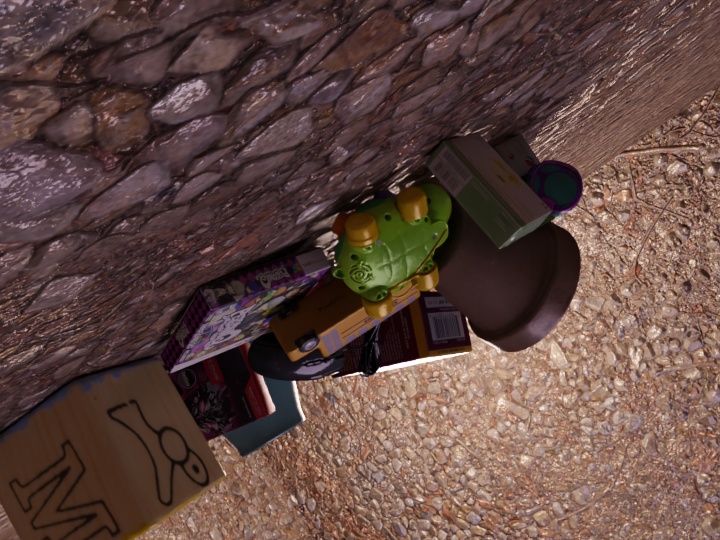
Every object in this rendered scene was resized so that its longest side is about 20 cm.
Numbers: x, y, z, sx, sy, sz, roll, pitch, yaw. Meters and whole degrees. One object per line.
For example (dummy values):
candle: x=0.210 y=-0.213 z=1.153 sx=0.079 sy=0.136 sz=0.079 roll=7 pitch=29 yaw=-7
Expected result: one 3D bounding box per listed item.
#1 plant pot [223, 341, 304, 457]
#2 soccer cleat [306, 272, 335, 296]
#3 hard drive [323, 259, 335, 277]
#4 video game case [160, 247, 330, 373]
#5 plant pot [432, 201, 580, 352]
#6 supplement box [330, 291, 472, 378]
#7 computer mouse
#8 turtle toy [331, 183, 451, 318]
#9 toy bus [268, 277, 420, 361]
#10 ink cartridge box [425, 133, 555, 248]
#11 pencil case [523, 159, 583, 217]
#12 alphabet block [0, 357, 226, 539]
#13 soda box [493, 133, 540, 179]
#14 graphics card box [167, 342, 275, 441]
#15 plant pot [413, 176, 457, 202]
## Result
plant pot: x=-0.201 y=0.227 z=1.363 sx=0.199 sy=0.189 sz=0.200 roll=-31 pitch=174 yaw=-4
soccer cleat: x=0.000 y=0.000 z=1.102 sx=0.200 sy=0.076 sz=0.067 roll=-45 pitch=168 yaw=2
hard drive: x=-0.141 y=0.055 z=1.156 sx=0.200 sy=0.026 sz=0.132 roll=-37 pitch=171 yaw=32
video game case: x=-0.153 y=0.053 z=0.968 sx=0.180 sy=0.036 sz=0.200 roll=-21 pitch=163 yaw=-38
plant pot: x=0.177 y=-0.007 z=1.042 sx=0.200 sy=0.174 sz=0.201 roll=-45 pitch=-149 yaw=36
supplement box: x=0.057 y=0.102 z=1.186 sx=0.199 sy=0.104 sz=0.130 roll=-18 pitch=169 yaw=36
computer mouse: x=-0.058 y=0.097 z=1.059 sx=0.198 sy=0.142 sz=0.046 roll=2 pitch=-160 yaw=-15
turtle toy: x=0.042 y=-0.043 z=0.943 sx=0.199 sy=0.101 sz=0.147 roll=-29 pitch=127 yaw=-22
toy bus: x=-0.020 y=0.051 z=1.002 sx=0.199 sy=0.065 sz=0.078 roll=-32 pitch=149 yaw=-8
ink cartridge box: x=0.187 y=-0.114 z=0.970 sx=0.199 sy=0.146 sz=0.048 roll=-24 pitch=160 yaw=-52
pencil case: x=0.265 y=-0.098 z=1.159 sx=0.092 sy=0.085 sz=0.200 roll=-47 pitch=177 yaw=-19
alphabet block: x=-0.335 y=0.259 z=0.984 sx=0.196 sy=0.201 sz=0.195 roll=-35 pitch=172 yaw=17
soda box: x=0.206 y=-0.139 z=1.225 sx=0.068 sy=0.064 sz=0.200 roll=-27 pitch=170 yaw=-32
graphics card box: x=-0.251 y=0.208 z=1.187 sx=0.199 sy=0.126 sz=0.051 roll=-23 pitch=177 yaw=7
plant pot: x=0.093 y=-0.043 z=1.100 sx=0.199 sy=0.027 sz=0.201 roll=-31 pitch=140 yaw=-30
